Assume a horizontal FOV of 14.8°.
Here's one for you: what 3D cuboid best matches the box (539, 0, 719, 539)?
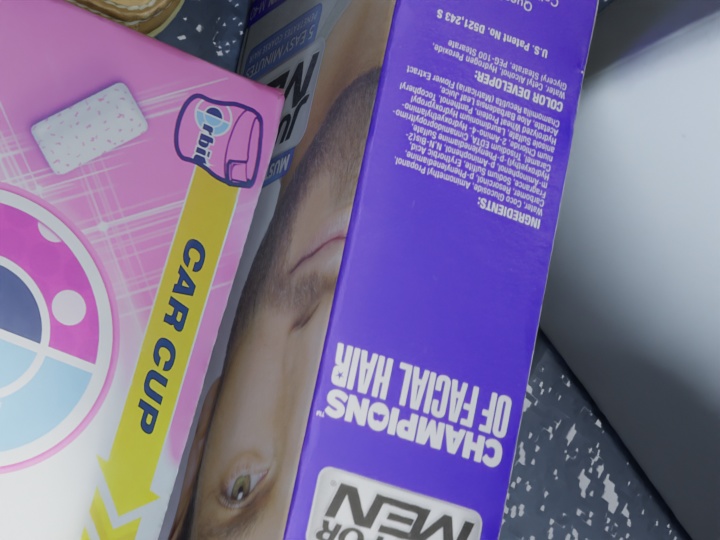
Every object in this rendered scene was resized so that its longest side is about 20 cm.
[{"bbox_3d":[0.170,-0.021,0.782,0.171,0.199,0.200,-39,98,-27],"label":"box"}]

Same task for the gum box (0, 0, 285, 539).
[{"bbox_3d":[-0.106,0.030,0.706,0.113,0.066,0.200,22,70,-20],"label":"gum box"}]

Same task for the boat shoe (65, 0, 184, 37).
[{"bbox_3d":[-0.120,-0.132,0.728,0.200,0.076,0.072,36,66,-16],"label":"boat shoe"}]

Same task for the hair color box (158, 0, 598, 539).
[{"bbox_3d":[0.000,0.000,0.743,0.065,0.109,0.200,18,71,-23],"label":"hair color box"}]
